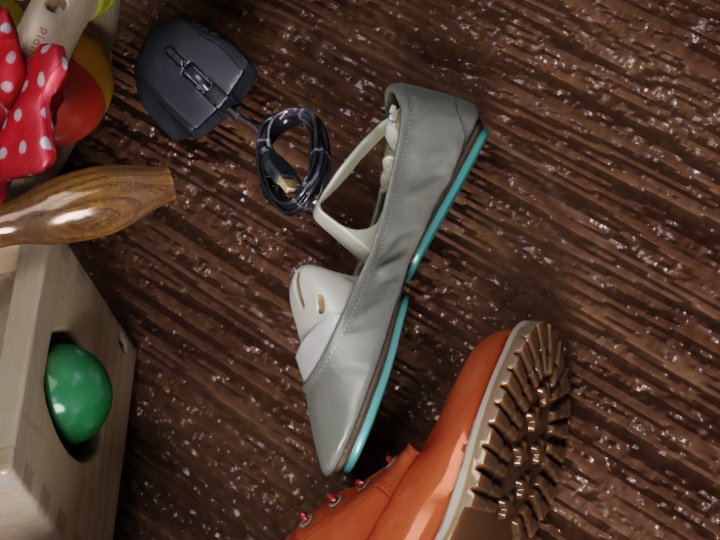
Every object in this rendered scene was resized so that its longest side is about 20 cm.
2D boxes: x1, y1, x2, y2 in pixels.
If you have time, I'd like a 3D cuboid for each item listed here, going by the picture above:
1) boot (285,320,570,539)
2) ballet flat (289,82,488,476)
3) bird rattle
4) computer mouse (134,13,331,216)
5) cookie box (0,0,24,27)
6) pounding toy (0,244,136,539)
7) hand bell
[{"bbox_3d":[0.020,0.105,1.019,0.107,0.075,0.200,14,71,36],"label":"boot"},{"bbox_3d":[0.000,0.000,1.084,0.064,0.067,0.200,23,67,-3],"label":"ballet flat"},{"bbox_3d":[-0.151,-0.101,1.162,0.113,0.163,0.200,11,60,1],"label":"bird rattle"},{"bbox_3d":[-0.068,-0.082,1.150,0.059,0.034,0.200,-47,37,-1],"label":"computer mouse"},{"bbox_3d":[-0.253,-0.088,1.190,0.075,0.171,0.200,-3,62,20],"label":"cookie box"},{"bbox_3d":[-0.177,0.098,1.091,0.200,0.142,0.184,-13,44,15],"label":"pounding toy"},{"bbox_3d":[-0.182,-0.014,1.052,0.200,0.104,0.104,-14,56,-4],"label":"hand bell"}]
